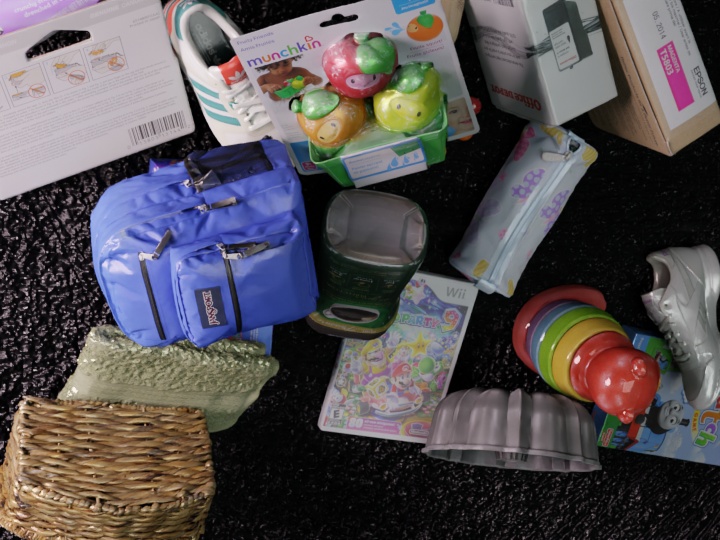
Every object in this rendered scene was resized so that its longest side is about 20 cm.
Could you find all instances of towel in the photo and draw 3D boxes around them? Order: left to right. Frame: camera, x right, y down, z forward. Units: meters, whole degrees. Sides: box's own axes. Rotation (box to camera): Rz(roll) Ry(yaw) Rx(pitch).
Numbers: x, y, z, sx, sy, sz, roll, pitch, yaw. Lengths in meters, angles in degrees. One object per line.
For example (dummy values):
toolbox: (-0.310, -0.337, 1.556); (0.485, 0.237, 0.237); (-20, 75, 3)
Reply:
towel: (-0.197, 0.115, 1.206); (0.200, 0.037, 0.148); (11, 136, -25)

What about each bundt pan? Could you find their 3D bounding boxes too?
bundt pan: (0.172, 0.178, 1.325); (0.202, 0.202, 0.076); (11, 75, -23)

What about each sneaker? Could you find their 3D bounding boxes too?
sneaker: (-0.120, -0.171, 1.110); (0.070, 0.093, 0.200); (-33, 107, -6)
sneaker: (0.381, 0.068, 1.403); (0.099, 0.075, 0.200); (2, 75, -14)

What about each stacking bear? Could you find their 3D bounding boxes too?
stacking bear: (0.262, 0.100, 1.316); (0.114, 0.200, 0.122); (11, 103, -23)

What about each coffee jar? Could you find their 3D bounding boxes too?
coffee jar: (0.000, 0.000, 1.188); (0.104, 0.200, 0.085); (10, 63, -6)

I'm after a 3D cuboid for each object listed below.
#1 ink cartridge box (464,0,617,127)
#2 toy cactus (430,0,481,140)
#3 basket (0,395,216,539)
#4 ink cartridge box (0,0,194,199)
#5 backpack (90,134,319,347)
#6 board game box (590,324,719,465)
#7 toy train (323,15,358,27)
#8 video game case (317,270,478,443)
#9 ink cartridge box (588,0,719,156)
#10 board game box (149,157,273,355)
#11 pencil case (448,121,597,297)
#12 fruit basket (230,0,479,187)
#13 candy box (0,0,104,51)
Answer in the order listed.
ink cartridge box: (0.172, -0.261, 1.195); (0.083, 0.147, 0.200); (-25, 115, -12)
toy cactus: (0.068, -0.215, 1.196); (0.200, 0.102, 0.165); (32, 74, -39)
basket: (-0.256, 0.229, 1.176); (0.200, 0.143, 0.149); (8, 129, -23)
ink cartridge box: (-0.266, -0.170, 1.080); (0.200, 0.045, 0.176); (-22, 140, -13)
backpack: (-0.147, -0.018, 1.088); (0.200, 0.168, 0.163); (-13, 121, -8)
board game box: (0.393, 0.159, 1.476); (0.200, 0.037, 0.152); (11, 102, -24)
toy train: (-0.061, -0.204, 1.184); (0.200, 0.034, 0.046); (-34, 97, -7)
video game case: (0.043, 0.096, 1.336); (0.143, 0.018, 0.200); (11, 103, -22)
ink cartridge box: (0.278, -0.236, 1.232); (0.075, 0.165, 0.200); (-32, 116, -8)
board game box: (-0.153, -0.011, 1.212); (0.134, 0.045, 0.200); (1, 107, -20)
pencil case: (0.179, -0.069, 1.292); (0.083, 0.091, 0.200); (28, 97, -26)
fruit basket: (0.002, -0.161, 1.065); (0.185, 0.094, 0.200); (-14, 150, 9)
candy box: (-0.311, -0.311, 1.040); (0.168, 0.072, 0.200); (-35, 116, -6)
